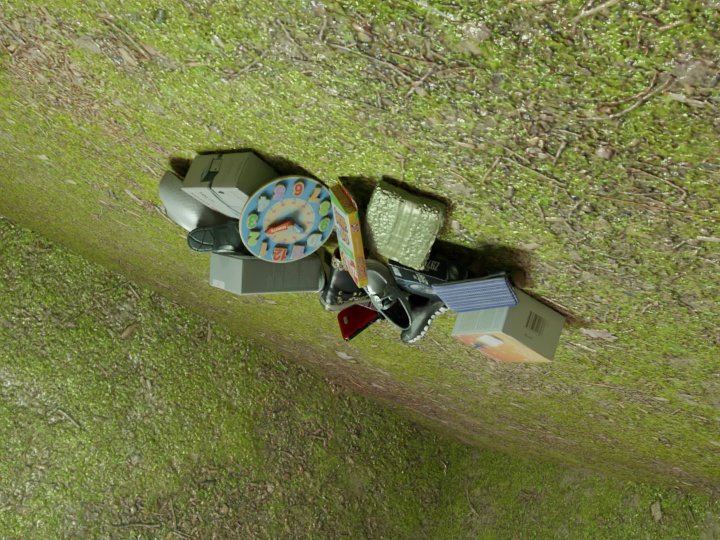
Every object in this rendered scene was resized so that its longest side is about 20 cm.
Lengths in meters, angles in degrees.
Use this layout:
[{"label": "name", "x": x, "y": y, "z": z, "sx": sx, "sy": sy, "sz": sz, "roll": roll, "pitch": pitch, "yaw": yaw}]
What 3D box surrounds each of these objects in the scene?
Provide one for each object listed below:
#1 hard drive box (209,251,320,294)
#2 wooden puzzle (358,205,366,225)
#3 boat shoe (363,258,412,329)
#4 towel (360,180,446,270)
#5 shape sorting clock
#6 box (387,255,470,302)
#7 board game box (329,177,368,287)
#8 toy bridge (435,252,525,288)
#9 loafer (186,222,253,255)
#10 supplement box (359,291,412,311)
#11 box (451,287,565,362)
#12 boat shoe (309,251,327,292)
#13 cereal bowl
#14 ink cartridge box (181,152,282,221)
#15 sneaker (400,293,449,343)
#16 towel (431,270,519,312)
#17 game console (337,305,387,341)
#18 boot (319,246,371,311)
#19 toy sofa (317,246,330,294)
[{"label": "hard drive box", "x": -0.213, "y": 0.002, "z": 1.662, "sx": 0.198, "sy": 0.078, "sz": 0.155, "roll": -1, "pitch": -172, "yaw": -37}, {"label": "wooden puzzle", "x": 0.048, "y": -0.075, "z": 1.532, "sx": 0.183, "sy": 0.038, "sz": 0.200, "roll": 23, "pitch": 168, "yaw": -1}, {"label": "boat shoe", "x": 0.059, "y": 0.056, "z": 1.648, "sx": 0.201, "sy": 0.070, "sz": 0.072, "roll": 50, "pitch": -168, "yaw": -35}, {"label": "towel", "x": 0.073, "y": -0.081, "z": 1.383, "sx": 0.147, "sy": 0.037, "sz": 0.201, "roll": 21, "pitch": 147, "yaw": 3}, {"label": "shape sorting clock", "x": -0.141, "y": -0.097, "z": 1.470, "sx": 0.200, "sy": 0.199, "sz": 0.039, "roll": 38, "pitch": -161, "yaw": -43}, {"label": "box", "x": 0.149, "y": 0.016, "z": 1.560, "sx": 0.158, "sy": 0.044, "sz": 0.200, "roll": 17, "pitch": 167, "yaw": 15}, {"label": "board game box", "x": -0.022, "y": -0.071, "z": 1.425, "sx": 0.096, "sy": 0.030, "sz": 0.202, "roll": -124, "pitch": 21, "yaw": -46}, {"label": "toy bridge", "x": 0.242, "y": 0.005, "z": 1.527, "sx": 0.198, "sy": 0.028, "sz": 0.067, "roll": 14, "pitch": 163, "yaw": 31}, {"label": "loafer", "x": -0.272, "y": -0.074, "z": 1.615, "sx": 0.197, "sy": 0.073, "sz": 0.063, "roll": 1, "pitch": -166, "yaw": -5}, {"label": "supplement box", "x": 0.030, "y": 0.054, "z": 1.835, "sx": 0.197, "sy": 0.062, "sz": 0.109, "roll": 18, "pitch": -169, "yaw": 12}, {"label": "box", "x": 0.324, "y": 0.125, "z": 1.657, "sx": 0.151, "sy": 0.108, "sz": 0.199, "roll": 28, "pitch": 162, "yaw": -19}, {"label": "boat shoe", "x": -0.122, "y": -0.018, "z": 1.768, "sx": 0.060, "sy": 0.076, "sz": 0.201, "roll": 27, "pitch": -156, "yaw": -49}, {"label": "cereal bowl", "x": -0.376, "y": -0.136, "z": 1.692, "sx": 0.199, "sy": 0.084, "sz": 0.200, "roll": 37, "pitch": -179, "yaw": -1}, {"label": "ink cartridge box", "x": -0.247, "y": -0.168, "z": 1.529, "sx": 0.198, "sy": 0.087, "sz": 0.146, "roll": 4, "pitch": 157, "yaw": 44}, {"label": "sneaker", "x": 0.138, "y": 0.094, "z": 1.756, "sx": 0.090, "sy": 0.067, "sz": 0.200, "roll": 27, "pitch": 130, "yaw": -18}, {"label": "towel", "x": 0.230, "y": 0.044, "z": 1.471, "sx": 0.143, "sy": 0.024, "sz": 0.200, "roll": -9, "pitch": 161, "yaw": 17}, {"label": "game console", "x": 0.044, "y": 0.136, "z": 1.926, "sx": 0.119, "sy": 0.172, "sz": 0.200, "roll": 52, "pitch": -177, "yaw": -15}, {"label": "boot", "x": 0.000, "y": 0.000, "z": 1.699, "sx": 0.073, "sy": 0.198, "sz": 0.152, "roll": 47, "pitch": 141, "yaw": 34}, {"label": "toy sofa", "x": -0.103, "y": 0.019, "z": 1.902, "sx": 0.082, "sy": 0.099, "sz": 0.200, "roll": 13, "pitch": 162, "yaw": 30}]
